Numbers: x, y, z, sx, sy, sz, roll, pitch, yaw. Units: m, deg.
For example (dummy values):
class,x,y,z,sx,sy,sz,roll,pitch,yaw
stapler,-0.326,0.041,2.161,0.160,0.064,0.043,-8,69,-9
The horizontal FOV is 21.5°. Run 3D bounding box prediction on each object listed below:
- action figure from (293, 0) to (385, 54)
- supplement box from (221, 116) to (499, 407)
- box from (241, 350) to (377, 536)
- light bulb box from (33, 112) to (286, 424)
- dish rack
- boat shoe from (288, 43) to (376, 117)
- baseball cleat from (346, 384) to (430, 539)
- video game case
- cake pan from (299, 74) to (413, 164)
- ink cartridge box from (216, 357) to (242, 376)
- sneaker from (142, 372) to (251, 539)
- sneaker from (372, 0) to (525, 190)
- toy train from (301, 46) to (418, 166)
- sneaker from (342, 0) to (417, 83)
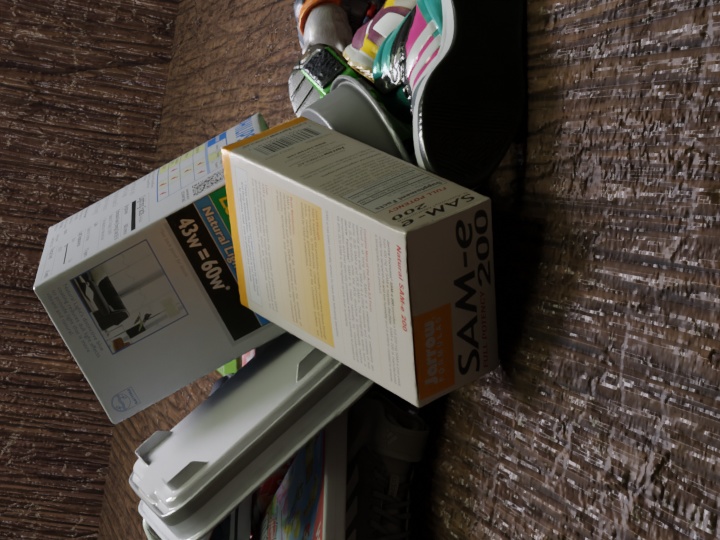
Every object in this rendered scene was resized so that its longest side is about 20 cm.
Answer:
class,x,y,z,sx,sy,sz,roll,pitch,yaw
action figure,-0.030,-0.218,1.716,0.194,0.104,0.200,-86,13,-68
supplement box,-0.001,-0.011,1.253,0.200,0.073,0.126,28,132,45
box,-0.039,0.113,1.530,0.095,0.102,0.200,111,163,-44
light bulb box,-0.131,-0.008,1.461,0.125,0.200,0.198,61,-178,-16
dish rack,-0.085,0.108,1.372,0.200,0.044,0.172,-42,17,-9
boat shoe,0.008,-0.095,1.535,0.076,0.074,0.200,-34,62,36
baseball cleat,0.011,0.168,1.352,0.107,0.070,0.200,-55,35,36
video game case,-0.051,0.208,1.378,0.143,0.017,0.200,-89,20,-44
cake pan,0.006,-0.042,1.377,0.200,0.037,0.201,158,90,-77
ink cartridge box,-0.063,-0.011,1.676,0.200,0.076,0.148,-41,-20,-22
sneaker,-0.125,0.166,1.477,0.078,0.079,0.200,116,159,-54
sneaker,0.054,-0.120,1.307,0.121,0.083,0.200,129,156,-57
toy train,0.013,-0.111,1.424,0.042,0.056,0.200,-42,40,-1
sneaker,0.040,-0.180,1.480,0.090,0.075,0.200,-51,9,6
